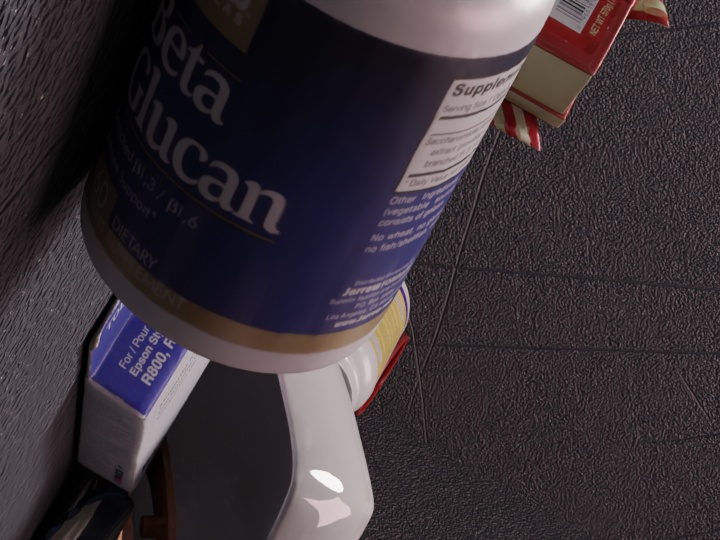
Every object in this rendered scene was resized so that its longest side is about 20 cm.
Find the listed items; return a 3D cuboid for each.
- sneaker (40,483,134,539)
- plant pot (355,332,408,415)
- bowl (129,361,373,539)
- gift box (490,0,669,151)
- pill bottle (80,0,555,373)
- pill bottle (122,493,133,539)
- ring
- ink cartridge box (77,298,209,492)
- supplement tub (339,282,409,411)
[{"bbox_3d":[-0.170,0.218,1.011,0.201,0.085,0.077,-62,179,9],"label":"sneaker"},{"bbox_3d":[-0.024,0.175,3.667,0.201,0.181,0.201,-57,172,-12],"label":"plant pot"},{"bbox_3d":[-0.062,0.129,1.028,0.201,0.074,0.201,-58,-149,30],"label":"bowl"},{"bbox_3d":[0.126,-0.207,1.242,0.185,0.199,0.187,-56,180,-6],"label":"gift box"},{"bbox_3d":[-0.007,-0.075,0.533,0.201,0.110,0.111,-62,178,35],"label":"pill bottle"},{"bbox_3d":[-0.137,0.192,1.236,0.110,0.109,0.201,-60,178,-39],"label":"pill bottle"},{"bbox_3d":[-0.141,0.182,1.056,0.200,0.019,0.203,-176,-90,-71],"label":"ring"},{"bbox_3d":[-0.079,0.001,0.905,0.197,0.043,0.200,-61,180,-23],"label":"ink cartridge box"},{"bbox_3d":[-0.036,0.074,1.953,0.146,0.144,0.200,-62,179,35],"label":"supplement tub"}]
